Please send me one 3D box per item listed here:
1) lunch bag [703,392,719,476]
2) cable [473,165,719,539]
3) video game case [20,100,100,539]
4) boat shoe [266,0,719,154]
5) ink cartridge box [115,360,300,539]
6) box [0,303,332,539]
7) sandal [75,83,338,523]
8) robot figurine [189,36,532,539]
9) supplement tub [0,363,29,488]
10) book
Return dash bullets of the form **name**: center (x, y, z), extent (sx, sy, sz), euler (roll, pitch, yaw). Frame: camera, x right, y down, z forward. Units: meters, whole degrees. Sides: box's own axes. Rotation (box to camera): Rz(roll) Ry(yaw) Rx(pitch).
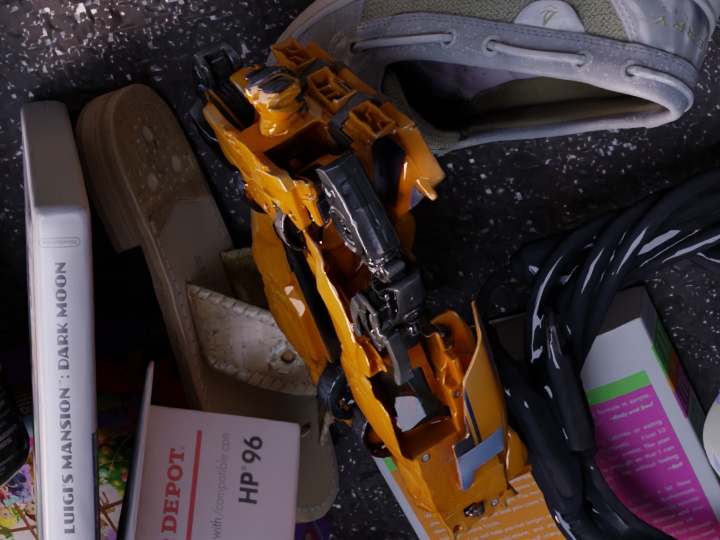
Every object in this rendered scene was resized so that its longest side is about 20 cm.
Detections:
- **lunch bag**: center (0.240, 0.075, 0.828), extent (0.200, 0.077, 0.161), euler (32, 103, -16)
- **cable**: center (0.143, 0.052, 0.874), extent (0.163, 0.051, 0.200), euler (-29, 113, 3)
- **video game case**: center (-0.118, 0.041, 0.847), extent (0.023, 0.200, 0.183), euler (-3, 105, -10)
- **boat shoe**: center (0.040, -0.071, 0.804), extent (0.201, 0.065, 0.074), euler (-8, 147, 39)
- **ink cartridge box**: center (-0.067, 0.134, 0.872), extent (0.067, 0.116, 0.200), euler (7, 148, -7)
- **box**: center (-0.130, 0.098, 1.011), extent (0.199, 0.039, 0.137), euler (-17, 117, 26)
- **sandal**: center (-0.039, 0.014, 0.905), extent (0.069, 0.078, 0.212), euler (-15, 113, 31)
- **robot figurine**: center (0.000, 0.000, 0.805), extent (0.058, 0.145, 0.200), euler (-32, 133, -15)
- **supplement tub**: center (-0.226, 0.011, 0.912), extent (0.122, 0.123, 0.201), euler (-16, 100, 25)
- **book**: center (0.099, 0.110, 0.951), extent (0.133, 0.048, 0.201), euler (-17, 118, 21)
